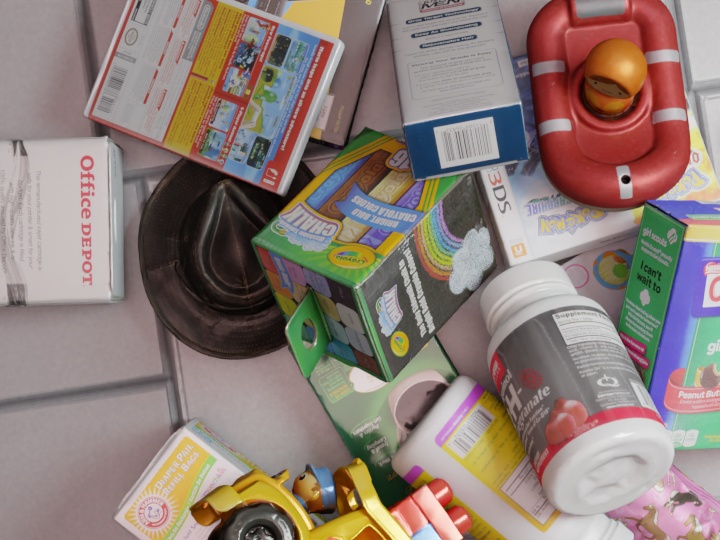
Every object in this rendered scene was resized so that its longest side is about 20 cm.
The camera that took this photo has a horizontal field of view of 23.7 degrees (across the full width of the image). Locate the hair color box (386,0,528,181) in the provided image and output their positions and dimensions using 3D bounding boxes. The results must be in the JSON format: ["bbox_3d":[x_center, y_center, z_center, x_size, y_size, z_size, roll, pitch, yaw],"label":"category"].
[{"bbox_3d":[0.080,-0.163,1.457,0.099,0.200,0.061,-10,128,4],"label":"hair color box"}]

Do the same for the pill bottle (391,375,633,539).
[{"bbox_3d":[0.131,0.188,1.453,0.200,0.104,0.104,40,90,4],"label":"pill bottle"}]

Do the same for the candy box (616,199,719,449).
[{"bbox_3d":[0.305,0.046,1.452,0.168,0.077,0.201,1,107,-26],"label":"candy box"}]

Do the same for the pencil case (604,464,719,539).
[{"bbox_3d":[0.233,0.184,1.512,0.200,0.087,0.083,43,64,1],"label":"pencil case"}]

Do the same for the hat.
[{"bbox_3d":[-0.111,-0.026,1.510,0.199,0.081,0.202,-1,80,3],"label":"hat"}]

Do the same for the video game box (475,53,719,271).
[{"bbox_3d":[0.197,-0.112,1.520,0.199,0.047,0.183,-18,80,1],"label":"video game box"}]

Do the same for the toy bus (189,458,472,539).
[{"bbox_3d":[-0.015,0.221,1.391,0.192,0.136,0.200,-38,87,-16],"label":"toy bus"}]

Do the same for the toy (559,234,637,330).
[{"bbox_3d":[0.248,0.025,1.527,0.200,0.047,0.115,-32,71,-7],"label":"toy"}]

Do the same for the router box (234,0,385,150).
[{"bbox_3d":[-0.058,-0.223,1.536,0.148,0.051,0.201,15,88,1],"label":"router box"}]

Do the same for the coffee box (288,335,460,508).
[{"bbox_3d":[0.036,0.121,1.534,0.123,0.044,0.200,-32,88,1],"label":"coffee box"}]

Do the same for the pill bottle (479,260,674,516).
[{"bbox_3d":[0.169,0.091,1.409,0.110,0.111,0.200,-23,52,1],"label":"pill bottle"}]

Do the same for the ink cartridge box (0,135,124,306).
[{"bbox_3d":[-0.313,-0.041,1.523,0.199,0.084,0.146,-1,89,1],"label":"ink cartridge box"}]

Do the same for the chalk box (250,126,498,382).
[{"bbox_3d":[0.000,0.000,1.444,0.124,0.125,0.200,25,58,37],"label":"chalk box"}]

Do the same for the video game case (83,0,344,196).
[{"bbox_3d":[-0.129,-0.166,1.497,0.199,0.017,0.144,22,91,14],"label":"video game case"}]

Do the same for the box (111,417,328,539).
[{"bbox_3d":[-0.104,0.230,1.501,0.200,0.112,0.102,38,89,-1],"label":"box"}]

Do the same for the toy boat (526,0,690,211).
[{"bbox_3d":[0.210,-0.153,1.438,0.130,0.131,0.201,-6,78,3],"label":"toy boat"}]
